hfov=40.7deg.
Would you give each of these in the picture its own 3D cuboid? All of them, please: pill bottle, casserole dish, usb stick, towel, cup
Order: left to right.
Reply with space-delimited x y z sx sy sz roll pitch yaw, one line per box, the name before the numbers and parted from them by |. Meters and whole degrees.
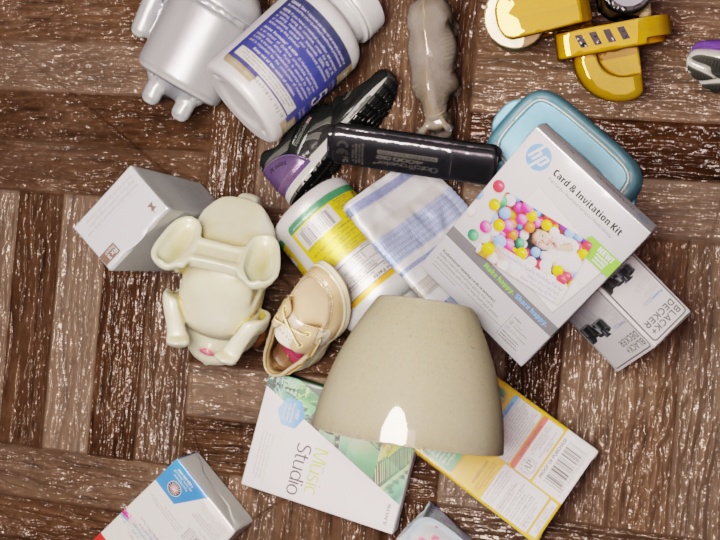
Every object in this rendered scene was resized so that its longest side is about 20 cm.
pill bottle | -0.071 -0.258 1.136 0.120 0.120 0.200 44 79 10
pill bottle | 0.000 0.000 1.131 0.113 0.113 0.200 -42 80 9
usb stick | 0.060 -0.133 1.103 0.198 0.056 0.033 8 51 5
cup | 0.057 0.104 1.000 0.198 0.200 0.145 7 85 13
towel | 0.088 -0.035 1.111 0.200 0.147 0.024 48 142 8
casserole dish | 0.233 -0.123 1.120 0.200 0.039 0.121 44 98 10

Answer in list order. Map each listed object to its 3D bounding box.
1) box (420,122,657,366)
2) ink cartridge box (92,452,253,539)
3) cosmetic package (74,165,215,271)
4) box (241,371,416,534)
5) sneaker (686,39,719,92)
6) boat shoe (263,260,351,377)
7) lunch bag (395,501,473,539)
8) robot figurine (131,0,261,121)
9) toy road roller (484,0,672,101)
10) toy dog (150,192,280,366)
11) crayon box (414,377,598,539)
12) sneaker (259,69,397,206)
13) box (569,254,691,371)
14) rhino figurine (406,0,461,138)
box | 0.180 -0.024 1.005 0.156 0.041 0.200 45 117 11
ink cartridge box | -0.246 0.337 1.201 0.200 0.067 0.116 -44 79 8
cosmetic package | -0.238 -0.056 1.142 0.102 0.200 0.074 -45 80 7
box | -0.033 0.217 1.172 0.198 0.036 0.146 15 92 11
sneaker | 0.458 -0.243 1.064 0.198 0.081 0.084 -3 71 6
boat shoe | -0.067 0.066 1.106 0.069 0.201 0.074 -32 69 -33
lunch bag | 0.097 0.357 1.054 0.169 0.200 0.127 42 97 11
robot figurine | -0.194 -0.282 1.183 0.169 0.113 0.201 29 95 -16
toy road roller | 0.244 -0.255 1.081 0.198 0.123 0.147 -9 98 12
toy dog | -0.166 0.023 1.136 0.138 0.195 0.201 7 132 -4
crayon box | 0.152 0.197 1.109 0.199 0.052 0.126 36 83 11
sneaker | -0.045 -0.178 1.169 0.200 0.076 0.088 -47 74 8
box | 0.252 0.007 1.065 0.060 0.117 0.200 -40 81 -17
rhino figurine | 0.087 -0.224 1.130 0.059 0.087 0.202 -4 89 14
